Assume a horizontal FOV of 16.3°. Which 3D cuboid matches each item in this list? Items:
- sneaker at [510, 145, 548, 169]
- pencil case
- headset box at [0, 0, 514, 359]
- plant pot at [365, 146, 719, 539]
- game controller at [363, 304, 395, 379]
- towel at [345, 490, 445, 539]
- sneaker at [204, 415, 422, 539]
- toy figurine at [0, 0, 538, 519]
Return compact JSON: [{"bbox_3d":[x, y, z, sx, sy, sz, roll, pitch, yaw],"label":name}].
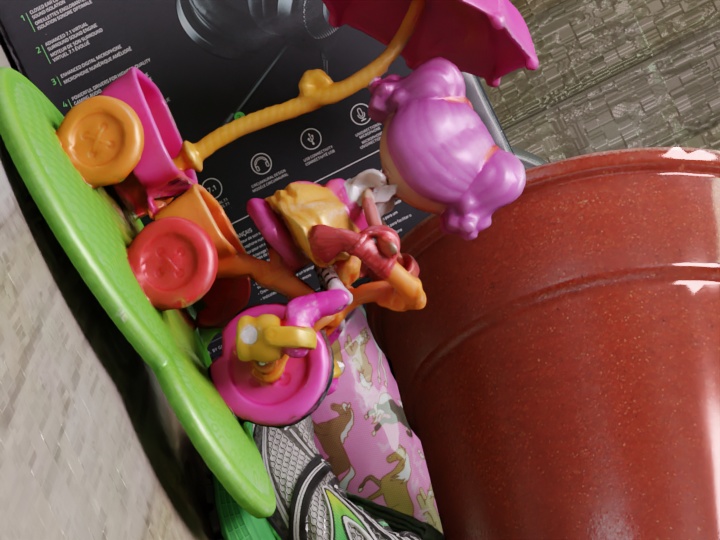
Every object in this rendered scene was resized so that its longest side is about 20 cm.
[{"bbox_3d":[-0.003,-0.027,1.188,0.114,0.198,0.077,-109,-172,-77],"label":"sneaker"},{"bbox_3d":[0.002,0.109,1.238,0.201,0.082,0.087,64,17,-14],"label":"pencil case"},{"bbox_3d":[-0.046,-0.083,1.075,0.201,0.173,0.093,63,3,-2],"label":"headset box"},{"bbox_3d":[0.113,0.087,1.008,0.201,0.199,0.197,61,18,-59],"label":"plant pot"},{"bbox_3d":[0.000,0.000,1.250,0.042,0.199,0.105,-49,156,-44],"label":"game controller"},{"bbox_3d":[0.073,0.174,1.139,0.200,0.023,0.152,42,-9,-14],"label":"towel"},{"bbox_3d":[-0.001,0.123,0.973,0.201,0.085,0.078,65,3,38],"label":"sneaker"},{"bbox_3d":[-0.012,-0.039,0.946,0.201,0.183,0.150,59,5,16],"label":"toy figurine"}]
